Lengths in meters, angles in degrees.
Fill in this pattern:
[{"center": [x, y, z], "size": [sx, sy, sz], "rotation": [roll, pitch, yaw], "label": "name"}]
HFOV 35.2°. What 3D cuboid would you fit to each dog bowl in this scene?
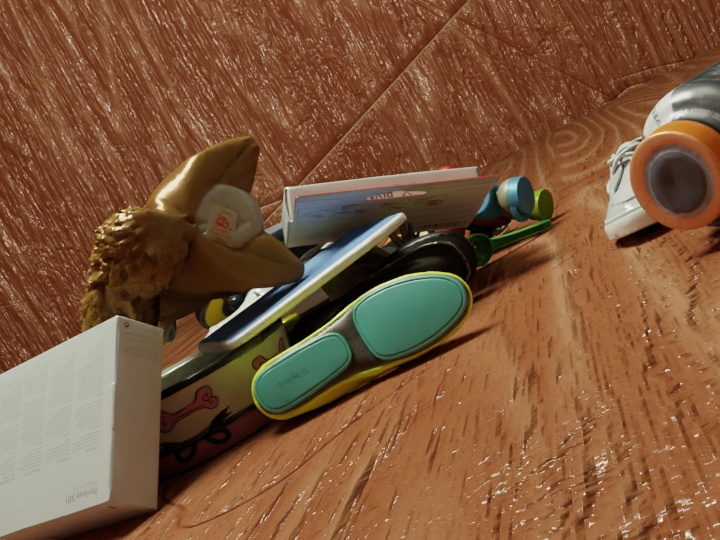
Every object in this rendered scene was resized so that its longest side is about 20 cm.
[{"center": [-0.144, 0.120, 1.037], "size": [0.200, 0.074, 0.200], "rotation": [-29, 5, 3], "label": "dog bowl"}]

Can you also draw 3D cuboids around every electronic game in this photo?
[{"center": [-0.104, 0.005, 1.321], "size": [0.200, 0.042, 0.200], "rotation": [-32, -18, -12], "label": "electronic game"}]

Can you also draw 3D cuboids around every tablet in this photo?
[{"center": [-0.054, 0.013, 1.029], "size": [0.200, 0.014, 0.130], "rotation": [-38, 9, -20], "label": "tablet"}]

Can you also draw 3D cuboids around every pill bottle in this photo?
[{"center": [0.271, -0.098, 0.809], "size": [0.200, 0.106, 0.106], "rotation": [-31, 6, -40], "label": "pill bottle"}]

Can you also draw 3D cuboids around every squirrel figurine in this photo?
[{"center": [-0.177, -0.004, 1.035], "size": [0.200, 0.142, 0.187], "rotation": [-22, -8, -37], "label": "squirrel figurine"}]

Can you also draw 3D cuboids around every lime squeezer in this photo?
[{"center": [0.128, -0.011, 1.200], "size": [0.070, 0.038, 0.200], "rotation": [13, 28, 31], "label": "lime squeezer"}]

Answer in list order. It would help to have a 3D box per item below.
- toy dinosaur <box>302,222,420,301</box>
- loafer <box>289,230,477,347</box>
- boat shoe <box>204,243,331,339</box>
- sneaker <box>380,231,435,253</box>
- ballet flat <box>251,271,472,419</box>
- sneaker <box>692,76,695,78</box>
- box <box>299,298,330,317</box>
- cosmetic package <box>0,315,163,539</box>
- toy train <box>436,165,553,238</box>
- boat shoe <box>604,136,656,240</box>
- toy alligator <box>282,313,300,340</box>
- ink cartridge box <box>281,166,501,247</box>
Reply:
[{"center": [0.000, 0.000, 1.156], "size": [0.199, 0.086, 0.136], "rotation": [-6, -12, 7], "label": "toy dinosaur"}, {"center": [0.024, 0.038, 1.051], "size": [0.200, 0.073, 0.071], "rotation": [-35, 9, 8], "label": "loafer"}, {"center": [-0.094, 0.024, 1.241], "size": [0.200, 0.065, 0.074], "rotation": [-31, 7, -33], "label": "boat shoe"}, {"center": [0.046, -0.028, 1.344], "size": [0.090, 0.070, 0.200], "rotation": [-32, 24, 5], "label": "sneaker"}, {"center": [0.002, 0.062, 0.932], "size": [0.200, 0.067, 0.067], "rotation": [-29, -17, 6], "label": "ballet flat"}, {"center": [0.343, -0.152, 1.156], "size": [0.070, 0.080, 0.200], "rotation": [-20, 10, 46], "label": "sneaker"}, {"center": [-0.106, 0.088, 1.314], "size": [0.200, 0.048, 0.158], "rotation": [-23, 8, 44], "label": "box"}, {"center": [-0.243, 0.140, 0.946], "size": [0.052, 0.151, 0.200], "rotation": [22, -34, -40], "label": "cosmetic package"}, {"center": [0.178, -0.073, 1.344], "size": [0.115, 0.085, 0.200], "rotation": [-3, -7, 34], "label": "toy train"}, {"center": [0.245, -0.080, 0.990], "size": [0.072, 0.069, 0.200], "rotation": [-25, 5, 30], "label": "boat shoe"}, {"center": [-0.054, 0.070, 1.142], "size": [0.200, 0.059, 0.054], "rotation": [-27, 5, 11], "label": "toy alligator"}, {"center": [0.024, -0.074, 1.124], "size": [0.199, 0.044, 0.174], "rotation": [-7, -14, -8], "label": "ink cartridge box"}]
